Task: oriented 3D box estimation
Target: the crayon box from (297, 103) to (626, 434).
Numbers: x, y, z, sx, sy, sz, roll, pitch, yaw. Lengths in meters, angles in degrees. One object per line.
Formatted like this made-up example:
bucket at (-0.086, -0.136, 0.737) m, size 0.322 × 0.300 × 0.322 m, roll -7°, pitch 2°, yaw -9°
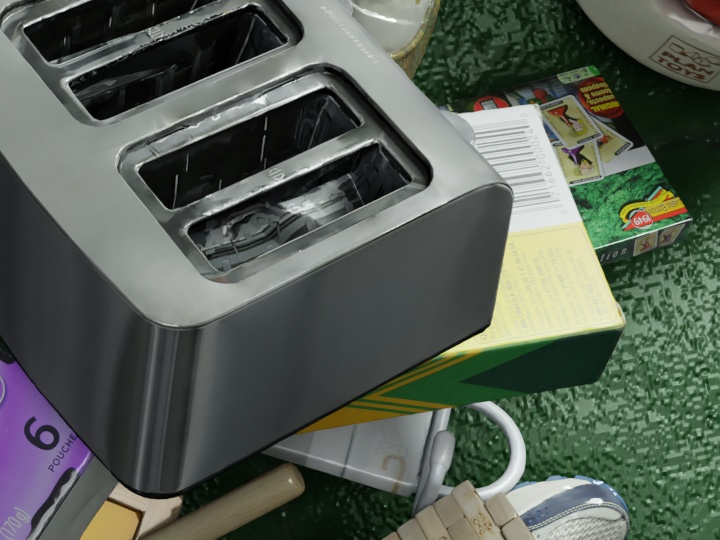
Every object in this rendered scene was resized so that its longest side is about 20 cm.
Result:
crayon box at (0.000, 0.000, 0.876) m, size 0.199 × 0.051 × 0.128 m, roll -8°, pitch 57°, yaw -17°

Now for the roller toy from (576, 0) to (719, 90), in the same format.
roller toy at (0.186, -0.185, 0.968) m, size 0.199 × 0.140 × 0.183 m, roll -24°, pitch 82°, yaw -17°

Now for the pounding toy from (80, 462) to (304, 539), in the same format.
pounding toy at (-0.154, 0.137, 0.891) m, size 0.199 × 0.142 × 0.185 m, roll 22°, pitch 83°, yaw -6°

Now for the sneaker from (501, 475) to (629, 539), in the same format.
sneaker at (0.059, 0.183, 0.938) m, size 0.200 × 0.085 × 0.077 m, roll -43°, pitch 124°, yaw -4°

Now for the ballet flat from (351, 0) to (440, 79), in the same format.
ballet flat at (0.021, -0.165, 0.979) m, size 0.070 × 0.071 × 0.201 m, roll 24°, pitch 83°, yaw -6°

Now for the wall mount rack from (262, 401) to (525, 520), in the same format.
wall mount rack at (-0.006, 0.026, 0.955) m, size 0.199 × 0.075 × 0.174 m, roll 16°, pitch 51°, yaw -1°

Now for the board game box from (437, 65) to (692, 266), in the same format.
board game box at (0.049, -0.033, 0.953) m, size 0.199 × 0.024 × 0.105 m, roll -17°, pitch 62°, yaw -21°

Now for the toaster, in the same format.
toaster at (-0.066, -0.029, 0.774) m, size 0.199 × 0.119 × 0.181 m, roll -26°, pitch 60°, yaw -27°

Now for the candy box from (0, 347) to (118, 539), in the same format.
candy box at (-0.221, 0.084, 0.811) m, size 0.199 × 0.072 × 0.168 m, roll 32°, pitch 79°, yaw 9°

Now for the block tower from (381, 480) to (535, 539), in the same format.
block tower at (-0.005, 0.175, 0.895) m, size 0.199 × 0.054 × 0.058 m, roll -34°, pitch 130°, yaw 1°
